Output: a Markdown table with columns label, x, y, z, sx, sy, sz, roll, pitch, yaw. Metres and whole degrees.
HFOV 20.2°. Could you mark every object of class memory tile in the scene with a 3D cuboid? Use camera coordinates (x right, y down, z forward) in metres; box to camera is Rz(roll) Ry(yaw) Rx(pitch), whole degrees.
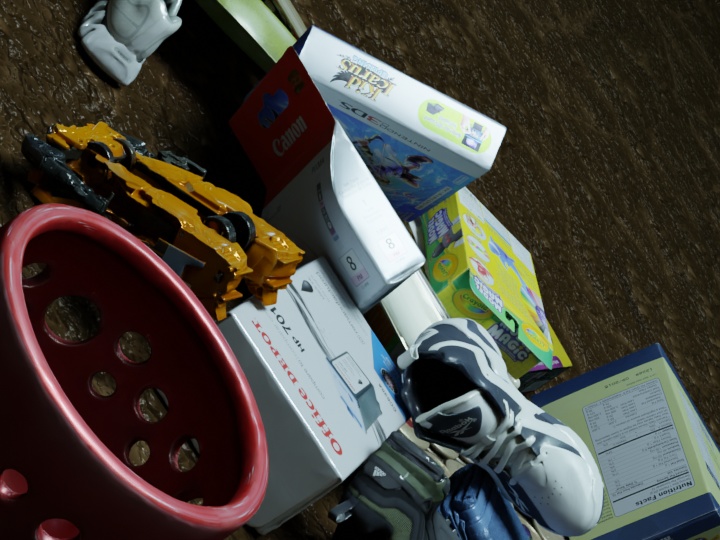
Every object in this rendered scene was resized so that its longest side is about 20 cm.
| label | x | y | z | sx | sy | sz | roll | pitch | yaw |
| --- | --- | --- | --- | --- | --- | --- | --- | --- | --- |
| memory tile | 0.101 | 0.185 | 1.727 | 0.200 | 0.017 | 0.153 | 24 | 28 | -55 |

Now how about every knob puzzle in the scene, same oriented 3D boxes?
| label | x | y | z | sx | sy | sz | roll | pitch | yaw |
| --- | --- | --- | --- | --- | --- | --- | --- | --- | --- |
| knob puzzle | -0.094 | -0.252 | 1.877 | 0.220 | 0.030 | 0.220 | 56 | -4 | 5 |

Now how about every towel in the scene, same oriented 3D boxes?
| label | x | y | z | sx | sy | sz | roll | pitch | yaw |
| --- | --- | --- | --- | --- | --- | --- | --- | --- | --- |
| towel | 0.120 | 0.254 | 1.582 | 0.200 | 0.048 | 0.112 | 60 | 17 | -7 |

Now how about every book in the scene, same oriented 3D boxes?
| label | x | y | z | sx | sy | sz | roll | pitch | yaw |
| --- | --- | --- | --- | --- | --- | --- | --- | --- | --- |
| book | 0.000 | 0.000 | 1.694 | 0.200 | 0.048 | 0.134 | 60 | -19 | 8 |

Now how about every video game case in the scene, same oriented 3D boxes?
| label | x | y | z | sx | sy | sz | roll | pitch | yaw |
| --- | --- | --- | --- | --- | --- | --- | --- | --- | --- |
| video game case | 0.002 | -0.117 | 1.689 | 0.181 | 0.200 | 0.046 | 27 | 71 | -11 |

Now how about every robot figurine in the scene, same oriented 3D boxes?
| label | x | y | z | sx | sy | sz | roll | pitch | yaw |
| --- | --- | --- | --- | --- | --- | --- | --- | --- | --- |
| robot figurine | -0.146 | -0.041 | 1.410 | 0.200 | 0.058 | 0.145 | 32 | 20 | 20 |

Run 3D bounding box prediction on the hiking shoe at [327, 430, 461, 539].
| label | x | y | z | sx | sy | sz | roll | pitch | yaw |
| --- | --- | --- | --- | --- | --- | --- | --- | --- | --- |
| hiking shoe | 0.018 | 0.204 | 1.475 | 0.076 | 0.101 | 0.200 | 38 | -25 | 38 |

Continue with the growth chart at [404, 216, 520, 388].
| label | x | y | z | sx | sy | sz | roll | pitch | yaw |
| --- | --- | --- | --- | --- | --- | --- | --- | --- | --- |
| growth chart | 0.090 | 0.022 | 1.796 | 0.145 | 0.018 | 0.200 | 39 | 22 | -34 |

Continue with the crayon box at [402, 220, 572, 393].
| label | x | y | z | sx | sy | sz | roll | pitch | yaw |
| --- | --- | --- | --- | --- | --- | --- | --- | --- | --- |
| crayon box | 0.107 | 0.035 | 1.931 | 0.173 | 0.058 | 0.200 | 60 | 22 | 14 |

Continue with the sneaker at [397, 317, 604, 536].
| label | x | y | z | sx | sy | sz | roll | pitch | yaw |
| --- | --- | --- | --- | --- | --- | --- | --- | --- | --- |
| sneaker | 0.097 | 0.126 | 1.527 | 0.199 | 0.079 | 0.130 | 59 | 25 | 10 |

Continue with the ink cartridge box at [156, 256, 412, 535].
| label | x | y | z | sx | sy | sz | roll | pitch | yaw |
| --- | --- | --- | --- | --- | --- | --- | --- | --- | --- |
| ink cartridge box | -0.051 | 0.087 | 1.486 | 0.147 | 0.086 | 0.200 | 57 | 20 | 0 |

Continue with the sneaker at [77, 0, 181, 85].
| label | x | y | z | sx | sy | sz | roll | pitch | yaw |
| --- | --- | --- | --- | --- | --- | --- | --- | --- | --- |
| sneaker | -0.182 | -0.235 | 1.668 | 0.075 | 0.081 | 0.200 | 39 | 26 | -33 |

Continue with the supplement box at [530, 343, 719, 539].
| label | x | y | z | sx | sy | sz | roll | pitch | yaw |
| --- | --- | --- | --- | --- | --- | --- | --- | --- | --- |
| supplement box | 0.272 | 0.218 | 1.870 | 0.200 | 0.134 | 0.200 | 54 | 17 | -43 |

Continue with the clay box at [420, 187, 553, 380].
| label | x | y | z | sx | sy | sz | roll | pitch | yaw |
| --- | --- | --- | --- | --- | --- | --- | --- | --- | --- |
| clay box | 0.108 | 0.011 | 1.756 | 0.115 | 0.048 | 0.200 | 44 | 20 | -23 |

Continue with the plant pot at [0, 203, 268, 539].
| label | x | y | z | sx | sy | sz | roll | pitch | yaw |
| --- | --- | --- | --- | --- | --- | --- | --- | --- | --- |
| plant pot | -0.178 | 0.091 | 1.073 | 0.200 | 0.182 | 0.201 | 45 | 25 | -28 |

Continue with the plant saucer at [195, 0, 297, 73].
| label | x | y | z | sx | sy | sz | roll | pitch | yaw |
| --- | --- | --- | --- | --- | --- | --- | --- | --- | --- |
| plant saucer | -0.107 | -0.226 | 1.767 | 0.200 | 0.031 | 0.200 | 46 | -2 | 2 |

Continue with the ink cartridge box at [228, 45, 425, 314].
| label | x | y | z | sx | sy | sz | roll | pitch | yaw |
| --- | --- | --- | --- | --- | --- | --- | --- | --- | --- |
| ink cartridge box | -0.046 | -0.054 | 1.604 | 0.057 | 0.163 | 0.200 | -33 | 86 | -30 |
